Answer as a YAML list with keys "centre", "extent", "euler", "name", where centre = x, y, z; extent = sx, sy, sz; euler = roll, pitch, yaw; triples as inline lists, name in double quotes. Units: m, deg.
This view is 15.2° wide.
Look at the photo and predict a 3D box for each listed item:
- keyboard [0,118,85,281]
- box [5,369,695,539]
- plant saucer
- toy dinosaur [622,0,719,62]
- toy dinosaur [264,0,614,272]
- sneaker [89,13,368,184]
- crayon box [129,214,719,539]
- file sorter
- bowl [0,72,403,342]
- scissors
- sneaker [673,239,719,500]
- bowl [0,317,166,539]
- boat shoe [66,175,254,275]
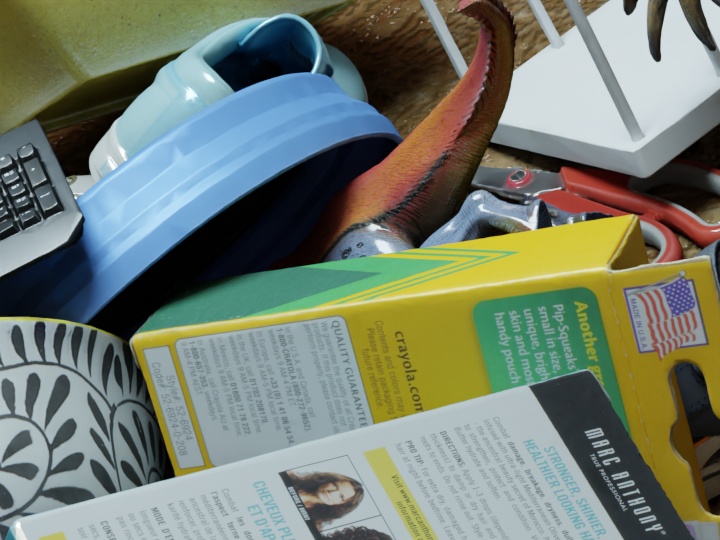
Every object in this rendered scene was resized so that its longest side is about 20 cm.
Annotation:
- centre: [-0.197, -0.003, 0.913]
  extent: [0.200, 0.040, 0.104]
  euler: [-26, 35, -5]
  name: "keyboard"
- centre: [-0.001, 0.094, 0.778]
  extent: [0.200, 0.049, 0.082]
  euler: [-12, 57, -30]
  name: "box"
- centre: [-0.093, -0.106, 1.185]
  extent: [0.200, 0.048, 0.200]
  euler: [-21, -1, -28]
  name: "plant saucer"
- centre: [0.165, -0.088, 0.997]
  extent: [0.136, 0.200, 0.086]
  euler: [-21, 1, -18]
  name: "toy dinosaur"
- centre: [0.000, 0.000, 0.985]
  extent: [0.181, 0.200, 0.105]
  euler: [-5, 13, 27]
  name: "toy dinosaur"
- centre: [-0.031, -0.070, 1.108]
  extent: [0.082, 0.074, 0.200]
  euler: [-45, -2, 27]
  name: "sneaker"
- centre: [0.038, 0.056, 0.896]
  extent: [0.200, 0.126, 0.052]
  euler: [-8, 20, 21]
  name: "crayon box"
- centre: [0.128, -0.151, 1.109]
  extent: [0.200, 0.125, 0.139]
  euler: [-37, 23, -17]
  name: "file sorter"
- centre: [-0.071, 0.002, 1.001]
  extent: [0.201, 0.201, 0.039]
  euler: [-36, 77, -17]
  name: "bowl"
- centre: [0.080, -0.036, 1.106]
  extent: [0.073, 0.014, 0.200]
  euler: [-39, 36, -17]
  name: "scissors"
- centre: [0.126, 0.029, 0.931]
  extent: [0.200, 0.079, 0.078]
  euler: [-18, 35, 12]
  name: "sneaker"
- centre: [-0.142, 0.115, 0.914]
  extent: [0.201, 0.201, 0.094]
  euler: [-26, 59, -3]
  name: "bowl"
- centre: [-0.136, -0.007, 1.151]
  extent: [0.200, 0.071, 0.069]
  euler: [-4, 38, 13]
  name: "boat shoe"
